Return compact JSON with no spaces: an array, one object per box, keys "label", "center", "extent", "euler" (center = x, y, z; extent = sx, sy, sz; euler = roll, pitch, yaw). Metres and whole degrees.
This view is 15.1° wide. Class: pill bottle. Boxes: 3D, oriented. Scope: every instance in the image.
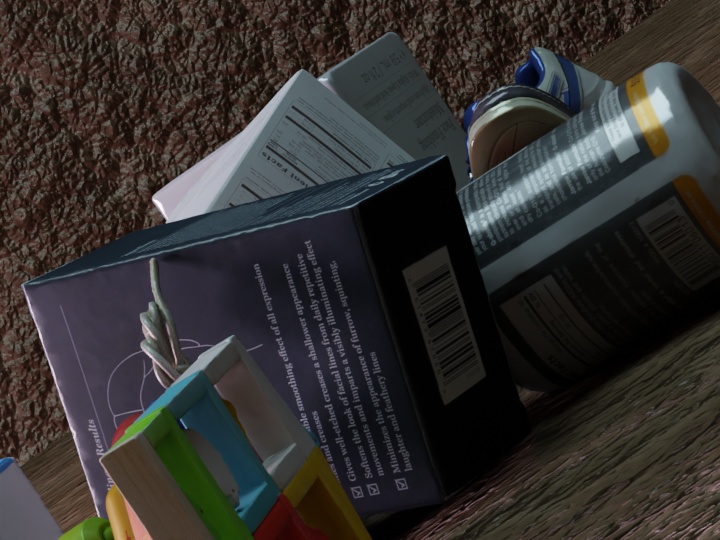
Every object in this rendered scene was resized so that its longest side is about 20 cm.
[{"label":"pill bottle","center":[0.106,-0.009,1.389],"extent":[0.200,0.116,0.116],"euler":[-32,4,17]}]

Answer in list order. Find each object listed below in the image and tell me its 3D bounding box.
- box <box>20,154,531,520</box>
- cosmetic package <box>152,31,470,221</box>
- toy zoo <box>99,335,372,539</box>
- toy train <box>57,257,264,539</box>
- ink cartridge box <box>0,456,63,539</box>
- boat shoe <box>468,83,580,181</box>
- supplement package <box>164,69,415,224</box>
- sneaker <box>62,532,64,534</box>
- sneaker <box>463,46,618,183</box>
[{"label":"box","center":[-0.041,0.044,1.337],"extent":[0.200,0.149,0.107],"euler":[-12,9,30]},{"label":"cosmetic package","center":[-0.005,-0.031,1.910],"extent":[0.165,0.200,0.165],"euler":[-34,4,24]},{"label":"toy zoo","center":[-0.042,0.102,1.174],"extent":[0.020,0.131,0.200],"euler":[-32,4,16]},{"label":"toy train","center":[-0.101,0.108,1.269],"extent":[0.085,0.200,0.116],"euler":[14,-45,-42]},{"label":"ink cartridge box","center":[-0.258,0.220,1.527],"extent":[0.200,0.125,0.129],"euler":[-33,5,15]},{"label":"boat shoe","center":[0.111,-0.053,1.486],"extent":[0.072,0.065,0.200],"euler":[-30,-36,19]},{"label":"supplement package","center":[-0.053,0.013,1.697],"extent":[0.152,0.151,0.200],"euler":[-45,10,39]},{"label":"sneaker","center":[-0.205,0.194,1.671],"extent":[0.081,0.088,0.200],"euler":[-36,5,-24]},{"label":"sneaker","center":[0.088,-0.055,1.638],"extent":[0.200,0.088,0.075],"euler":[-51,-5,-40]}]
